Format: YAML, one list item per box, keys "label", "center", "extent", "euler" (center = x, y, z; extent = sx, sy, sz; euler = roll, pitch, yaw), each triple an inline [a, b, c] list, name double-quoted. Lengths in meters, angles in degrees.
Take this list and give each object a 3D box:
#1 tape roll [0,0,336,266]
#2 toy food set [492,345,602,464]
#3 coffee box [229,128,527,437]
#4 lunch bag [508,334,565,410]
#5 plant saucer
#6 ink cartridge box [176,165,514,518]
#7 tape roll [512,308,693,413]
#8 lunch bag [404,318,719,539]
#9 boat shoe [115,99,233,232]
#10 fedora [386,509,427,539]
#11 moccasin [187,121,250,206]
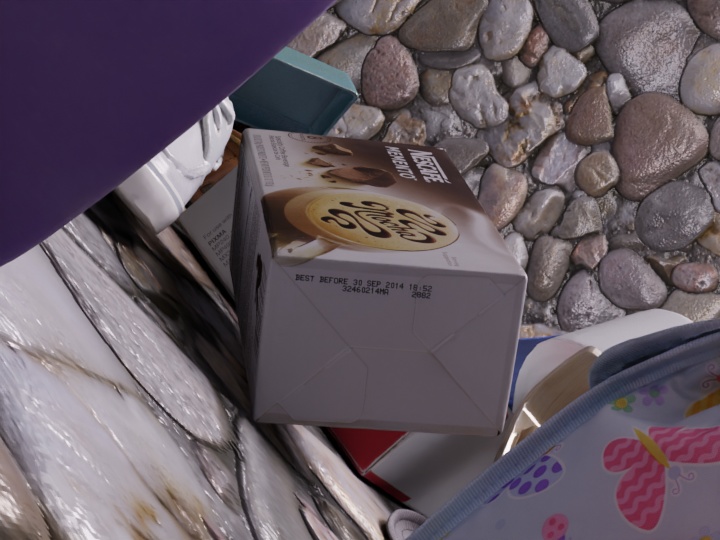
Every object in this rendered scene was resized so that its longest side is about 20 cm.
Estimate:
- label: "tape roll"
  center: [-0.061, -0.096, 0.474]
  extent: [0.085, 0.200, 0.200]
  euler: [50, 2, -13]
- label: "toy food set"
  center: [0.112, 0.146, 0.724]
  extent: [0.144, 0.060, 0.200]
  euler: [49, 38, -15]
- label: "coffee box"
  center: [0.000, 0.000, 0.805]
  extent: [0.112, 0.081, 0.200]
  euler: [5, 19, -9]
- label: "lunch bag"
  center: [0.140, 0.130, 1.162]
  extent: [0.200, 0.135, 0.134]
  euler: [-137, -136, -74]
- label: "plant saucer"
  center: [-0.101, -0.123, 0.918]
  extent: [0.199, 0.019, 0.070]
  euler: [21, -31, -17]
- label: "ink cartridge box"
  center: [-0.003, 0.035, 0.990]
  extent: [0.200, 0.083, 0.146]
  euler: [52, 4, 26]
- label: "tape roll"
  center: [0.164, 0.126, 0.965]
  extent: [0.202, 0.070, 0.204]
  euler: [166, -90, -70]
- label: "lunch bag"
  center: [0.119, 0.117, 0.556]
  extent: [0.170, 0.200, 0.127]
  euler: [47, 4, -38]
- label: "boat shoe"
  center: [-0.094, -0.067, 0.827]
  extent: [0.072, 0.068, 0.200]
  euler: [50, 2, -3]
- label: "fedora"
  center: [0.108, 0.171, 0.849]
  extent: [0.200, 0.090, 0.177]
  euler: [48, 3, -41]
- label: "moccasin"
  center: [-0.100, -0.092, 1.195]
  extent: [0.074, 0.078, 0.201]
  euler: [49, 2, -18]
